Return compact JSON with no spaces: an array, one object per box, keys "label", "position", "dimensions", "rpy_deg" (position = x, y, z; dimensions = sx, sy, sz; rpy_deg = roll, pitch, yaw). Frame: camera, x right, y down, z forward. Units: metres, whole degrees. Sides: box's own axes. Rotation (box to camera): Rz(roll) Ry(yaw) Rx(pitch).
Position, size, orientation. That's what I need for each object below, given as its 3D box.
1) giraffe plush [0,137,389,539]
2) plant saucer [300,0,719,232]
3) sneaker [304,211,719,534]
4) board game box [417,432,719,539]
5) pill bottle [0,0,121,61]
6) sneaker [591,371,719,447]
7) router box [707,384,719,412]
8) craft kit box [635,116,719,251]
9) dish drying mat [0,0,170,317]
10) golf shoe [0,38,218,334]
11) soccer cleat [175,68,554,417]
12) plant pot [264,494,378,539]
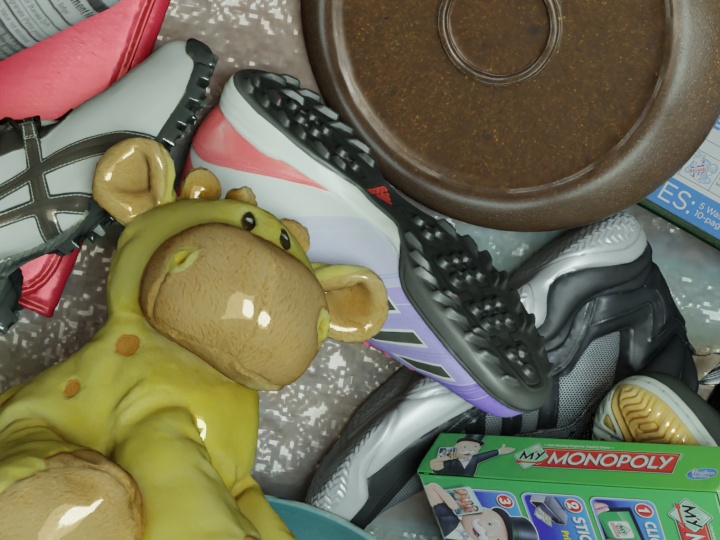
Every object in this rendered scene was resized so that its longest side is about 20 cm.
[{"label":"giraffe plush","position":[-0.066,0.045,0.747],"dimensions":[0.173,0.200,0.162],"rpy_deg":[37,82,-41]},{"label":"plant saucer","position":[0.063,-0.109,0.830],"dimensions":[0.200,0.034,0.200],"rpy_deg":[5,107,17]},{"label":"sneaker","position":[0.077,0.073,0.868],"dimensions":[0.200,0.075,0.114],"rpy_deg":[-41,96,-7]},{"label":"board game box","position":[0.115,0.157,0.827],"dimensions":[0.134,0.029,0.200],"rpy_deg":[0,126,30]},{"label":"pill bottle","position":[-0.158,-0.143,0.792],"dimensions":[0.200,0.111,0.111],"rpy_deg":[-26,97,2]},{"label":"sneaker","position":[0.180,0.107,0.839],"dimensions":[0.200,0.076,0.088],"rpy_deg":[50,64,-17]},{"label":"router box","position":[0.222,0.123,0.905],"dimensions":[0.157,0.052,0.200],"rpy_deg":[33,88,-9]},{"label":"craft kit box","position":[0.225,-0.084,0.850],"dimensions":[0.200,0.049,0.198],"rpy_deg":[33,91,23]},{"label":"dish drying mat","position":[-0.138,-0.085,0.857],"dimensions":[0.077,0.018,0.200],"rpy_deg":[20,91,-8]},{"label":"golf shoe","position":[-0.148,-0.040,0.811],"dimensions":[0.200,0.078,0.094],"rpy_deg":[-45,98,-5]},{"label":"soccer cleat","position":[0.000,0.000,0.831],"dimensions":[0.200,0.068,0.073],"rpy_deg":[45,116,18]},{"label":"plant pot","position":[-0.062,0.213,0.816],"dimensions":[0.200,0.200,0.135],"rpy_deg":[-9,131,-8]}]
